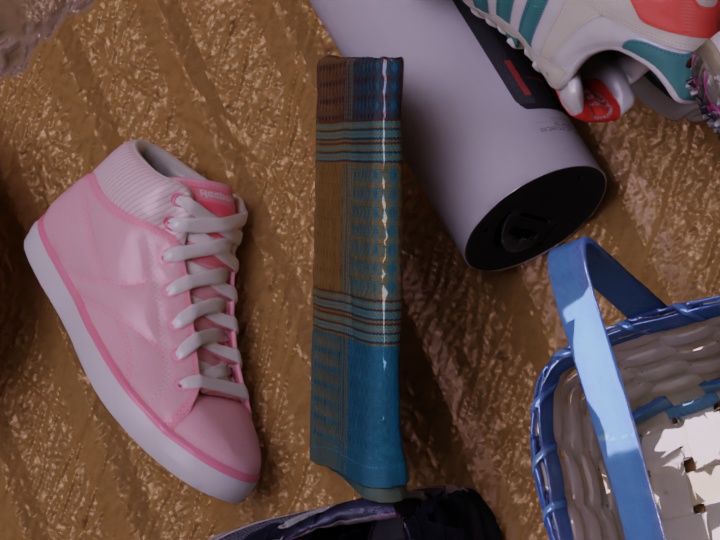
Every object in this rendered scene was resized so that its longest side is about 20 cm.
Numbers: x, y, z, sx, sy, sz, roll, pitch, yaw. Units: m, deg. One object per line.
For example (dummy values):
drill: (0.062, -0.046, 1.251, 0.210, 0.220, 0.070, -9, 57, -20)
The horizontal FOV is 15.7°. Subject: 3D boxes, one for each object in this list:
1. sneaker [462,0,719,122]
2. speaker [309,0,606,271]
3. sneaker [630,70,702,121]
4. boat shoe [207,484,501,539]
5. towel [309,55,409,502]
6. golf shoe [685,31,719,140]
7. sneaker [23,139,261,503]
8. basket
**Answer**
sneaker: (0.083, -0.114, 1.174, 0.199, 0.070, 0.094, 6, 98, 47)
speaker: (0.040, -0.099, 1.278, 0.081, 0.081, 0.201, -38, 63, 16)
sneaker: (0.116, -0.158, 1.246, 0.077, 0.080, 0.200, -42, 63, -7)
boat shoe: (-0.038, 0.148, 1.251, 0.199, 0.093, 0.075, -23, 75, 22)
towel: (0.000, 0.000, 1.229, 0.022, 0.147, 0.202, 0, 95, -13)
golf shoe: (0.218, -0.049, 1.115, 0.092, 0.200, 0.073, -43, 33, 14)
sneaker: (-0.091, 0.016, 1.325, 0.105, 0.075, 0.201, -46, 57, 17)
basket: (0.139, 0.086, 1.109, 0.138, 0.200, 0.178, -21, 70, 23)
